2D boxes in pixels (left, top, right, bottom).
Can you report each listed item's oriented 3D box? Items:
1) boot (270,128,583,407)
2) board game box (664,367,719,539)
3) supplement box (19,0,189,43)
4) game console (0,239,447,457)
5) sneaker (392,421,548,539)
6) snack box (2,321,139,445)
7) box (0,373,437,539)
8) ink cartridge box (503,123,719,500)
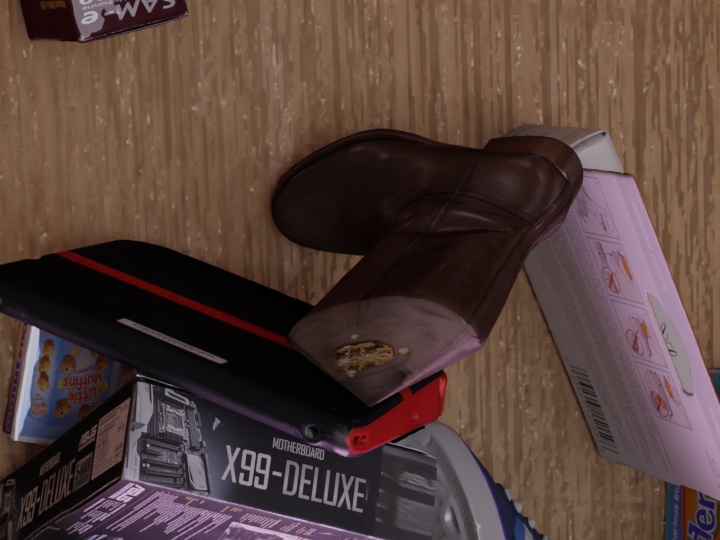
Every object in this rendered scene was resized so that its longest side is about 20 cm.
[{"bbox_3d":[0.000,0.000,0.946,0.200,0.185,0.065,-53,127,-52],"label":"boot"},{"bbox_3d":[0.238,0.145,1.092,0.045,0.200,0.154,-1,96,-21],"label":"board game box"},{"bbox_3d":[-0.145,-0.214,0.940,0.060,0.109,0.202,-16,103,-20],"label":"supplement box"},{"bbox_3d":[-0.065,0.036,0.935,0.198,0.177,0.031,21,103,15],"label":"game console"},{"bbox_3d":[0.092,0.175,1.115,0.146,0.080,0.202,-5,70,-52],"label":"sneaker"},{"bbox_3d":[-0.086,0.065,1.043,0.198,0.024,0.073,9,94,-23],"label":"snack box"},{"bbox_3d":[-0.077,0.120,0.960,0.156,0.200,0.050,16,64,-23],"label":"box"},{"bbox_3d":[0.151,0.021,1.055,0.043,0.173,0.202,-28,106,-18],"label":"ink cartridge box"}]
